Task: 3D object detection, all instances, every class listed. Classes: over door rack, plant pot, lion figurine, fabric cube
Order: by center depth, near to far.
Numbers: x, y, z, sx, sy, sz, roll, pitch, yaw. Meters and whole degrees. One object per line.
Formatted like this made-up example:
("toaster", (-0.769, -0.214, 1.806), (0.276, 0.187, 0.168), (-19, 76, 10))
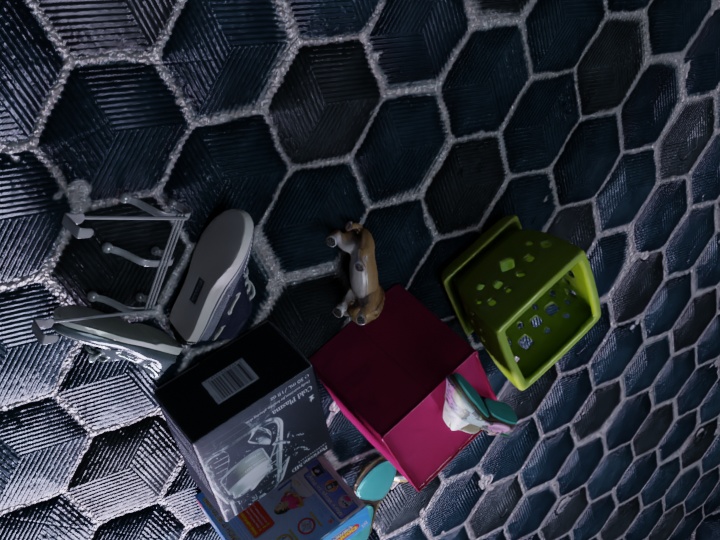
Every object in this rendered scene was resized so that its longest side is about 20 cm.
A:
("over door rack", (-0.294, -0.011, 1.103), (0.200, 0.066, 0.148), (-17, 134, -61))
("lion figurine", (0.000, 0.000, 1.391), (0.123, 0.072, 0.201), (-52, 150, -58))
("fabric cube", (0.075, 0.183, 1.505), (0.200, 0.199, 0.197), (-40, 138, -11))
("plant pot", (0.257, 0.042, 1.578), (0.200, 0.181, 0.199), (-42, 140, -10))

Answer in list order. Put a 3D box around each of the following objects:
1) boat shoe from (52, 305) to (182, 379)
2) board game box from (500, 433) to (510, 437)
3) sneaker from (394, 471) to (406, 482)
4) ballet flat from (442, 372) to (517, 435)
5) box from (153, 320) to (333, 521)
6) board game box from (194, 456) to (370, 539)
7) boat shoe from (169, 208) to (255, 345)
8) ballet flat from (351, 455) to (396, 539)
("boat shoe", (-0.306, 0.095, 1.183), (0.200, 0.073, 0.062), (24, 98, -55))
("board game box", (0.176, 0.231, 1.686), (0.200, 0.134, 0.029), (25, 102, -50))
("sneaker", (0.119, 0.307, 1.754), (0.199, 0.075, 0.088), (-33, 124, -27))
("ballet flat", (0.166, 0.211, 1.414), (0.071, 0.069, 0.200), (-37, 143, 16))
("box", (-0.163, 0.217, 1.372), (0.199, 0.124, 0.197), (-32, 139, -20))
("board game box", (-0.121, 0.369, 1.466), (0.195, 0.200, 0.056), (-33, 139, -18))
("boat shoe", (-0.173, 0.009, 1.249), (0.092, 0.075, 0.201), (3, 126, -51))
("ballet flat", (0.009, 0.403, 1.719), (0.070, 0.071, 0.201), (-2, 119, -42))
